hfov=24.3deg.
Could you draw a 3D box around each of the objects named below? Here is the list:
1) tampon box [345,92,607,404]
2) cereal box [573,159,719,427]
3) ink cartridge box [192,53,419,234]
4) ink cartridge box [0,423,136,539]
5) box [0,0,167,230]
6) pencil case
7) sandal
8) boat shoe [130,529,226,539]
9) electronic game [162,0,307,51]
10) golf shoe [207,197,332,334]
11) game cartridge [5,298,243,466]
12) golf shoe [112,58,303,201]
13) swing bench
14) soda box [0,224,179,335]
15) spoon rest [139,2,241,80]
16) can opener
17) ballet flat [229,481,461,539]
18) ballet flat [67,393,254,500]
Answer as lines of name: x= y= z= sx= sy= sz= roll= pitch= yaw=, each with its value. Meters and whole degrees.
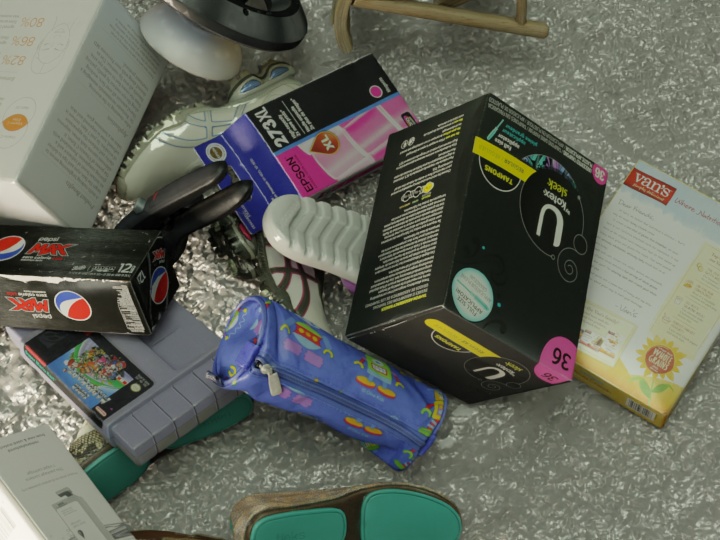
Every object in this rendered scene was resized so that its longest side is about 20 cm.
tampon box: x=0.099 y=-0.015 z=1.388 sx=0.150 sy=0.126 sz=0.200 roll=29 pitch=60 yaw=-31
cereal box: x=0.252 y=0.017 z=1.449 sx=0.144 sy=0.040 sz=0.200 roll=32 pitch=71 yaw=16
ink cartridge box: x=-0.042 y=-0.115 z=1.481 sx=0.200 sy=0.037 sz=0.095 roll=-30 pitch=82 yaw=-30
ink cartridge box: x=-0.248 y=0.246 z=1.316 sx=0.200 sy=0.147 sz=0.083 roll=49 pitch=34 yaw=19
box: x=-0.290 y=-0.140 z=1.486 sx=0.152 sy=0.106 sz=0.200 roll=7 pitch=65 yaw=33
pencil case: x=-0.025 y=0.094 z=1.358 sx=0.200 sy=0.087 sz=0.078 roll=28 pitch=104 yaw=-22
sandal: x=0.002 y=-0.006 z=1.446 sx=0.203 sy=0.050 sz=0.083 roll=29 pitch=49 yaw=-17
boat shoe: x=-0.136 y=0.244 z=1.354 sx=0.200 sy=0.072 sz=0.076 roll=5 pitch=67 yaw=5
electronic game: x=-0.134 y=-0.264 z=1.492 sx=0.200 sy=0.200 sz=0.042 roll=47 pitch=118 yaw=20
golf shoe: x=-0.056 y=0.009 z=1.454 sx=0.088 sy=0.077 sz=0.200 roll=-24 pitch=70 yaw=-19
game cartridge: x=-0.199 y=0.070 z=1.413 sx=0.130 sy=0.038 sz=0.200 roll=-32 pitch=49 yaw=-26
golf shoe: x=-0.125 y=-0.106 z=1.509 sx=0.200 sy=0.078 sz=0.097 roll=-34 pitch=75 yaw=-10
swing bench: x=0.068 y=-0.318 z=1.535 sx=0.200 sy=0.130 sz=0.199 roll=-3 pitch=52 yaw=2
soda box: x=-0.261 y=0.006 z=1.421 sx=0.200 sy=0.063 sz=0.071 roll=3 pitch=41 yaw=21
spoon rest: x=-0.144 y=-0.231 z=1.537 sx=0.099 sy=0.061 sz=0.200 roll=29 pitch=35 yaw=-8
can opener: x=-0.155 y=-0.053 z=1.423 sx=0.063 sy=0.200 sz=0.079 roll=24 pitch=66 yaw=-20
ballet flat: x=-0.014 y=0.199 z=1.360 sx=0.200 sy=0.067 sz=0.068 roll=5 pitch=97 yaw=-27
ballet flat: x=-0.186 y=0.133 z=1.414 sx=0.200 sy=0.068 sz=0.075 roll=-30 pitch=53 yaw=-15
